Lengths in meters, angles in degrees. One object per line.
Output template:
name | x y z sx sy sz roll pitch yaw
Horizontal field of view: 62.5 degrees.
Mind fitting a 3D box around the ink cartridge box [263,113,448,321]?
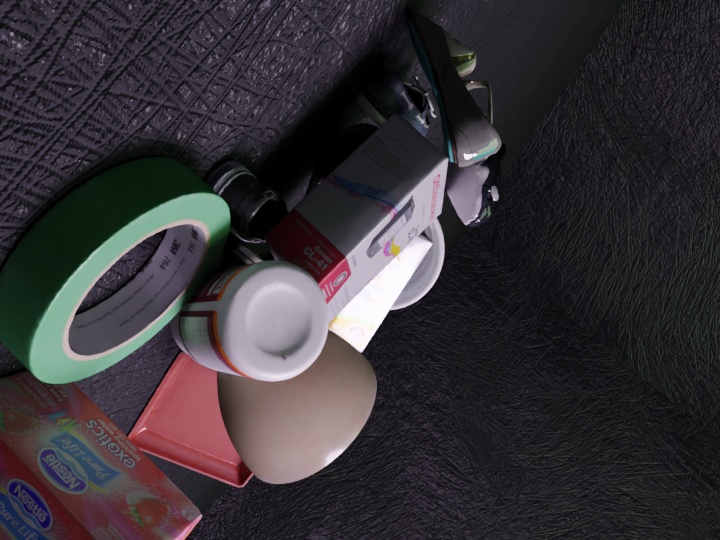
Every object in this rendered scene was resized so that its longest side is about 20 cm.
ink cartridge box | 0.000 -0.053 0.667 0.200 0.086 0.148 -43 164 -10

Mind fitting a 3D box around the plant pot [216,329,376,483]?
plant pot | -0.098 0.134 0.730 0.199 0.135 0.201 -27 -152 16

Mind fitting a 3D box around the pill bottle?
pill bottle | -0.124 0.051 0.611 0.110 0.110 0.199 -45 -161 -27

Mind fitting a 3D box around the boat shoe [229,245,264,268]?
boat shoe | -0.144 0.029 0.757 0.062 0.074 0.200 -52 177 -24

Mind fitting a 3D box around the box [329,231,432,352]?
box | 0.000 0.000 0.876 0.201 0.101 0.113 -58 -157 17

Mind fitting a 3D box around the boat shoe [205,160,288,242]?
boat shoe | -0.108 -0.056 0.633 0.069 0.057 0.200 -50 170 -1

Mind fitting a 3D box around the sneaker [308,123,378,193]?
sneaker | -0.012 -0.131 0.782 0.090 0.070 0.200 -49 177 -39

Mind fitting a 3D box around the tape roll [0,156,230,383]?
tape roll | -0.195 0.002 0.489 0.201 0.048 0.201 -49 170 -11

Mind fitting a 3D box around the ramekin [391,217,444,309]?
ramekin | 0.043 -0.045 0.981 0.201 0.200 0.098 -52 178 17

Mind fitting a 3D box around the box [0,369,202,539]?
box | -0.247 0.187 0.493 0.103 0.200 0.095 -51 171 16

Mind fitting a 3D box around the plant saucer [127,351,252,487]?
plant saucer | -0.217 0.220 0.890 0.200 0.199 0.037 -53 -160 22

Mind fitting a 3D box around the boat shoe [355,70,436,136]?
boat shoe | 0.057 -0.213 0.762 0.062 0.075 0.200 -41 165 21

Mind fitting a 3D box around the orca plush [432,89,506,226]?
orca plush | 0.133 -0.143 0.702 0.070 0.201 0.106 1 141 -26

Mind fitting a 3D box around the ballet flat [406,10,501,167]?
ballet flat | 0.103 -0.203 0.640 0.063 0.202 0.067 -17 157 8
